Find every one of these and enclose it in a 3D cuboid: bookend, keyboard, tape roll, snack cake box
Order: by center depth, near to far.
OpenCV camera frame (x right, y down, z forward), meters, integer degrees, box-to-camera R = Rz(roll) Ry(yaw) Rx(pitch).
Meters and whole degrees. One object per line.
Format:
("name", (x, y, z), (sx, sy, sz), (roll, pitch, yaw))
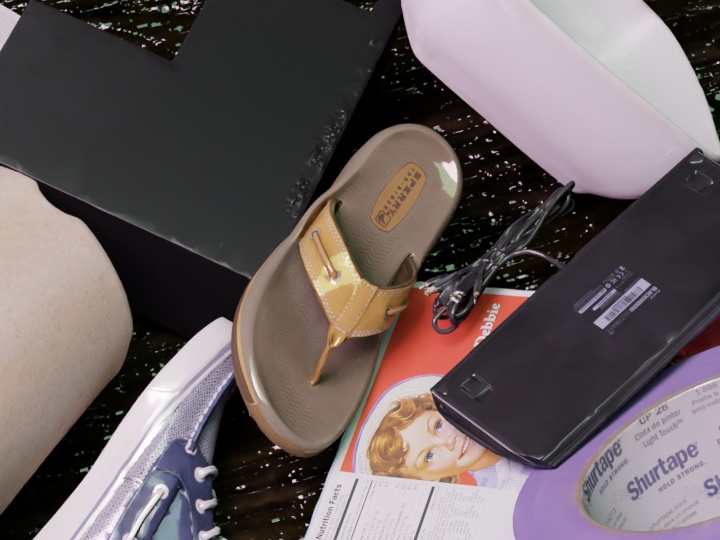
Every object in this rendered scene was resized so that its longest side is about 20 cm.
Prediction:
("tape roll", (0.175, 0.112, 1.098), (0.200, 0.200, 0.085), (-33, 110, -21))
("keyboard", (0.112, 0.009, 1.199), (0.200, 0.021, 0.127), (-40, 55, -21))
("snack cake box", (0.050, 0.106, 1.205), (0.115, 0.067, 0.201), (3, 55, 28))
("bookend", (-0.107, -0.088, 1.302), (0.199, 0.092, 0.199), (24, 60, 1))

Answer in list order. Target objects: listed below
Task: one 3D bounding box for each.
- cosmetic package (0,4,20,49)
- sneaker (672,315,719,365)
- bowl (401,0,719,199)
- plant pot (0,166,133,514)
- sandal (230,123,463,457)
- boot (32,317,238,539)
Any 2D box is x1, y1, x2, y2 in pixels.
("cosmetic package", (-0.259, -0.069, 1.326), (0.082, 0.051, 0.200), (31, 62, 17))
("sneaker", (0.177, 0.054, 1.275), (0.200, 0.079, 0.115), (-37, 51, -24))
("bowl", (0.093, -0.128, 1.305), (0.200, 0.075, 0.200), (38, 22, -22))
("plant pot", (-0.217, 0.049, 1.189), (0.200, 0.201, 0.183), (34, 52, 17))
("sandal", (0.000, 0.000, 1.210), (0.080, 0.054, 0.200), (40, 60, -14))
("boot", (-0.094, 0.124, 1.214), (0.090, 0.073, 0.200), (33, 70, 8))
